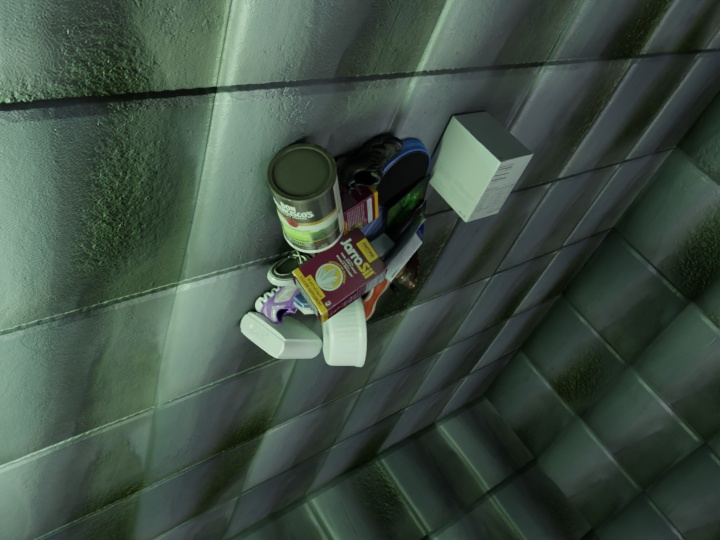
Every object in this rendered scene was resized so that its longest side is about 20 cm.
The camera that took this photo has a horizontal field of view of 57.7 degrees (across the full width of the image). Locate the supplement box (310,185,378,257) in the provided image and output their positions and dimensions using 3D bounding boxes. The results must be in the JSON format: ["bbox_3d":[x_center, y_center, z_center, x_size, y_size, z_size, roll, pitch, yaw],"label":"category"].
[{"bbox_3d":[-0.059,-0.136,1.576,0.199,0.086,0.111,-33,154,-14],"label":"supplement box"}]

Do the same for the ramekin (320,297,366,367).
[{"bbox_3d":[-0.049,0.162,1.768,0.096,0.203,0.202,-3,144,-11],"label":"ramekin"}]

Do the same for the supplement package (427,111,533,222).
[{"bbox_3d":[0.305,-0.275,1.720,0.146,0.192,0.201,-18,147,-38],"label":"supplement package"}]

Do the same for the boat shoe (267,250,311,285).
[{"bbox_3d":[-0.151,-0.027,1.650,0.199,0.071,0.064,-29,154,-38],"label":"boat shoe"}]

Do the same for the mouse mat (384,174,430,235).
[{"bbox_3d":[0.125,-0.174,1.787,0.161,0.008,0.200,-42,168,-12],"label":"mouse mat"}]

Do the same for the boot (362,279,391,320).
[{"bbox_3d":[0.005,0.083,1.867,0.107,0.075,0.201,-26,150,-56],"label":"boot"}]

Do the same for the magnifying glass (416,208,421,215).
[{"bbox_3d":[0.154,-0.109,1.977,0.079,0.022,0.201,-20,149,-35],"label":"magnifying glass"}]

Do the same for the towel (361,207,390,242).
[{"bbox_3d":[0.022,-0.122,1.779,0.145,0.024,0.199,-52,154,23],"label":"towel"}]

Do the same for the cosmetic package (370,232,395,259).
[{"bbox_3d":[0.000,0.000,1.837,0.151,0.052,0.201,-40,169,-42],"label":"cosmetic package"}]

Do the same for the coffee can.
[{"bbox_3d":[-0.113,-0.152,1.410,0.145,0.147,0.201,-33,153,-13],"label":"coffee can"}]

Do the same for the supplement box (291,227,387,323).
[{"bbox_3d":[-0.050,0.013,1.588,0.199,0.132,0.103,-35,168,-12],"label":"supplement box"}]

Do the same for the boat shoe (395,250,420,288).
[{"bbox_3d":[0.141,-0.012,1.902,0.070,0.070,0.201,-47,-168,31],"label":"boat shoe"}]

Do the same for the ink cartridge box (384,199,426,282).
[{"bbox_3d":[0.137,-0.085,1.829,0.201,0.040,0.200,-53,-173,22],"label":"ink cartridge box"}]

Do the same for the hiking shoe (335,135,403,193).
[{"bbox_3d":[0.029,-0.238,1.515,0.198,0.101,0.076,-30,153,-19],"label":"hiking shoe"}]

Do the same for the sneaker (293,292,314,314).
[{"bbox_3d":[-0.085,0.027,1.686,0.197,0.080,0.117,-20,125,-33],"label":"sneaker"}]

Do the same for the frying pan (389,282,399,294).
[{"bbox_3d":[0.063,0.035,1.931,0.031,0.191,0.115,28,122,-22],"label":"frying pan"}]

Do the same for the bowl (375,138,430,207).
[{"bbox_3d":[0.096,-0.243,1.667,0.199,0.039,0.202,-31,153,-18],"label":"bowl"}]

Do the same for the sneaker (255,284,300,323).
[{"bbox_3d":[-0.180,0.064,1.727,0.200,0.089,0.080,-42,153,1],"label":"sneaker"}]

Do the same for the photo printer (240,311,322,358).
[{"bbox_3d":[-0.206,0.177,1.782,0.199,0.165,0.070,12,106,-57],"label":"photo printer"}]
